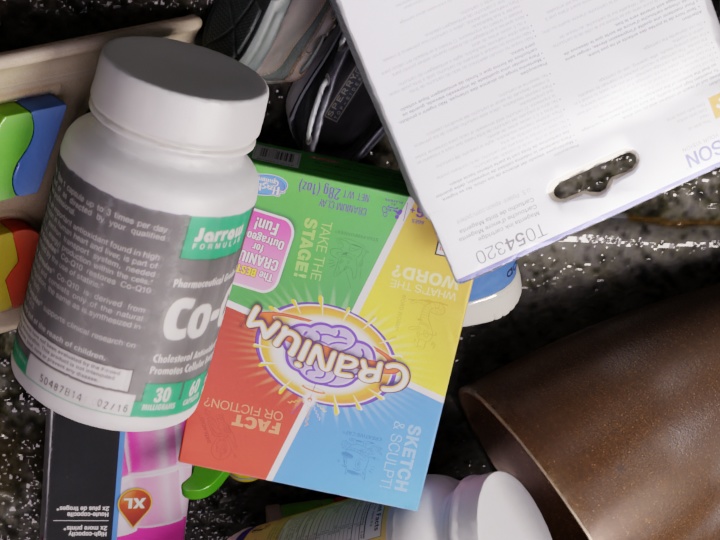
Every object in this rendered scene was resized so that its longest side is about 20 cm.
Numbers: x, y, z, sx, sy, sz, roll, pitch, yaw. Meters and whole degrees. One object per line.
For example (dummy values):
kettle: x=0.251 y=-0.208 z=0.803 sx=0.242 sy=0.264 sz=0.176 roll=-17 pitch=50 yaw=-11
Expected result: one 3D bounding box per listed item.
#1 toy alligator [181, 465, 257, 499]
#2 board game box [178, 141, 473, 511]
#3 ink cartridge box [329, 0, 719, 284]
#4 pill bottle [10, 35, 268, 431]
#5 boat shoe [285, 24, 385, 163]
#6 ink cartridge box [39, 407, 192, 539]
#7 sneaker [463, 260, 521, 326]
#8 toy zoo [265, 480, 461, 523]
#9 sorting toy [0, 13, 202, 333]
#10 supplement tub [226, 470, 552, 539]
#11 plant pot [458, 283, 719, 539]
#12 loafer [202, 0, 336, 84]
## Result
toy alligator: x=-0.041 y=0.077 z=1.429 sx=0.200 sy=0.054 sz=0.059 roll=-32 pitch=156 yaw=-17
board game box: x=-0.017 y=0.034 z=1.323 sx=0.153 sy=0.040 sz=0.200 roll=11 pitch=112 yaw=-1
ink cartridge box: x=0.101 y=-0.122 z=1.244 sx=0.196 sy=0.043 sz=0.200 roll=-24 pitch=110 yaw=-3
pill bottle: x=-0.121 y=-0.021 z=1.241 sx=0.113 sy=0.113 sz=0.200 roll=9 pitch=113 yaw=-17
boat shoe: x=0.021 y=-0.142 z=1.295 sx=0.072 sy=0.068 sz=0.200 roll=26 pitch=114 yaw=-25
ink cartridge box: x=-0.161 y=0.143 z=1.459 sx=0.094 sy=0.037 sz=0.200 roll=0 pitch=124 yaw=-13
sneaker: x=0.000 y=-0.001 z=1.372 sx=0.200 sy=0.077 sz=0.111 roll=-17 pitch=130 yaw=-6
toy zoo: x=0.036 y=0.208 z=1.547 sx=0.199 sy=0.020 sz=0.131 roll=-7 pitch=123 yaw=-8
sorting toy: x=-0.173 y=-0.045 z=1.283 sx=0.185 sy=0.036 sz=0.200 roll=-18 pitch=133 yaw=-41
supplement tub: x=0.016 y=0.213 z=1.419 sx=0.200 sy=0.146 sz=0.145 roll=-19 pitch=126 yaw=24
plant pot: x=0.197 y=0.096 z=1.435 sx=0.200 sy=0.187 sz=0.187 roll=-35 pitch=123 yaw=-8
loafer: x=-0.018 y=-0.190 z=1.267 sx=0.063 sy=0.072 sz=0.200 roll=11 pitch=127 yaw=-39
